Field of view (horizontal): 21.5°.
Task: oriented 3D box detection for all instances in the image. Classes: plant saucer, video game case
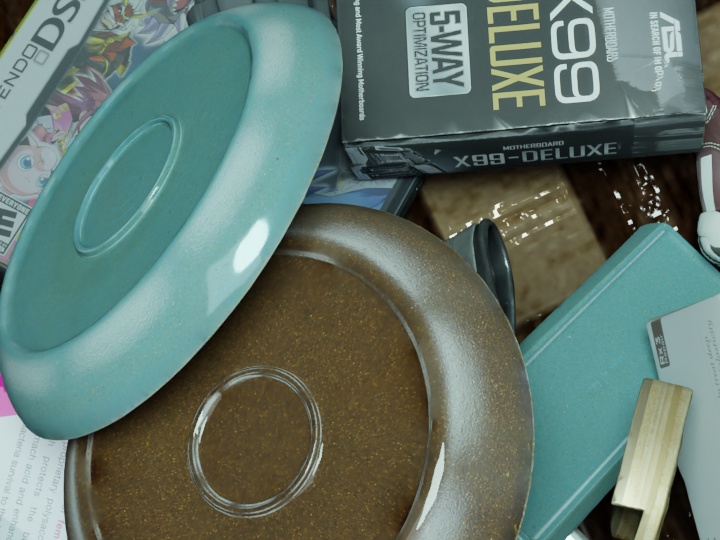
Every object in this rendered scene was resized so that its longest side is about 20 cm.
[{"bbox_3d":[-0.033,0.066,0.703,0.199,0.032,0.202,-10,68,24],"label":"plant saucer"},{"bbox_3d":[-0.079,-0.051,0.863,0.199,0.026,0.181,28,71,8],"label":"video game case"},{"bbox_3d":[-0.084,-0.028,0.747,0.027,0.200,0.201,36,89,-27],"label":"plant saucer"},{"bbox_3d":[0.099,0.047,0.800,0.070,0.019,0.200,44,51,8],"label":"plant saucer"}]

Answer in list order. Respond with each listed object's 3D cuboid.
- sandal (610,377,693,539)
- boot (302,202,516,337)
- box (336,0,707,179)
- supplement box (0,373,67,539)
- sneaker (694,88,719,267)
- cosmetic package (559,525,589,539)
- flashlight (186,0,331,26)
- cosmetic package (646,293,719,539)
[{"bbox_3d":[0.116,0.150,0.716,0.069,0.078,0.213,13,77,10],"label":"sandal"},{"bbox_3d":[0.000,0.000,0.767,0.131,0.070,0.202,-17,65,23],"label":"boot"},{"bbox_3d":[0.067,-0.146,0.850,0.156,0.050,0.202,-4,72,6],"label":"box"},{"bbox_3d":[-0.144,0.099,0.842,0.198,0.103,0.102,15,85,9],"label":"supplement box"},{"bbox_3d":[0.238,-0.075,0.832,0.198,0.076,0.116,-12,80,6],"label":"sneaker"},{"bbox_3d":[0.057,0.133,0.814,0.200,0.108,0.085,44,88,7],"label":"cosmetic package"},{"bbox_3d":[-0.065,-0.175,0.861,0.067,0.068,0.202,-21,70,29],"label":"flashlight"},{"bbox_3d":[0.230,0.048,0.785,0.199,0.081,0.114,-14,83,-19],"label":"cosmetic package"}]
